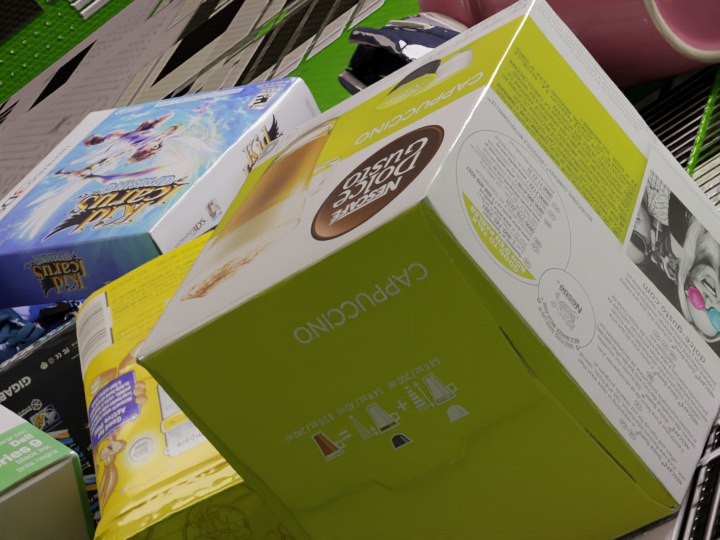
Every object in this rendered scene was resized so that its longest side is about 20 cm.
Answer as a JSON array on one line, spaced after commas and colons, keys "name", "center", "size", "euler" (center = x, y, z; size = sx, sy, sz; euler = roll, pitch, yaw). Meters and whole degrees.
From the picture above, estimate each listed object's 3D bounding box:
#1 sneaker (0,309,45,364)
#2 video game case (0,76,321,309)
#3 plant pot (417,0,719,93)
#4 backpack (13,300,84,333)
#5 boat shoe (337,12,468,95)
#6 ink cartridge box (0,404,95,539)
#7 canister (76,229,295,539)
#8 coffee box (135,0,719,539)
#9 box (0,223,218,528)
[{"name": "sneaker", "center": [-0.203, 0.056, 1.854], "size": [0.077, 0.200, 0.111], "euler": [-31, -15, -48]}, {"name": "video game case", "center": [-0.148, -0.050, 1.815], "size": [0.199, 0.046, 0.181], "euler": [-7, 32, 41]}, {"name": "plant pot", "center": [0.163, -0.197, 1.805], "size": [0.179, 0.200, 0.200], "euler": [8, 49, 51]}, {"name": "backpack", "center": [-0.196, 0.040, 2.015], "size": [0.200, 0.168, 0.163], "euler": [-38, -14, -10]}, {"name": "boat shoe", "center": [0.077, -0.098, 1.728], "size": [0.093, 0.199, 0.075], "euler": [-13, -57, -50]}, {"name": "ink cartridge box", "center": [-0.237, 0.140, 1.597], "size": [0.084, 0.147, 0.200], "euler": [-30, 39, -30]}, {"name": "canister", "center": [-0.080, 0.079, 1.540], "size": [0.148, 0.087, 0.201], "euler": [-26, 42, 11]}, {"name": "coffee box", "center": [0.049, 0.023, 1.396], "size": [0.199, 0.200, 0.198], "euler": [-28, 20, 36]}, {"name": "box", "center": [-0.118, 0.088, 1.669], "size": [0.200, 0.159, 0.046], "euler": [-34, 6, -10]}]
